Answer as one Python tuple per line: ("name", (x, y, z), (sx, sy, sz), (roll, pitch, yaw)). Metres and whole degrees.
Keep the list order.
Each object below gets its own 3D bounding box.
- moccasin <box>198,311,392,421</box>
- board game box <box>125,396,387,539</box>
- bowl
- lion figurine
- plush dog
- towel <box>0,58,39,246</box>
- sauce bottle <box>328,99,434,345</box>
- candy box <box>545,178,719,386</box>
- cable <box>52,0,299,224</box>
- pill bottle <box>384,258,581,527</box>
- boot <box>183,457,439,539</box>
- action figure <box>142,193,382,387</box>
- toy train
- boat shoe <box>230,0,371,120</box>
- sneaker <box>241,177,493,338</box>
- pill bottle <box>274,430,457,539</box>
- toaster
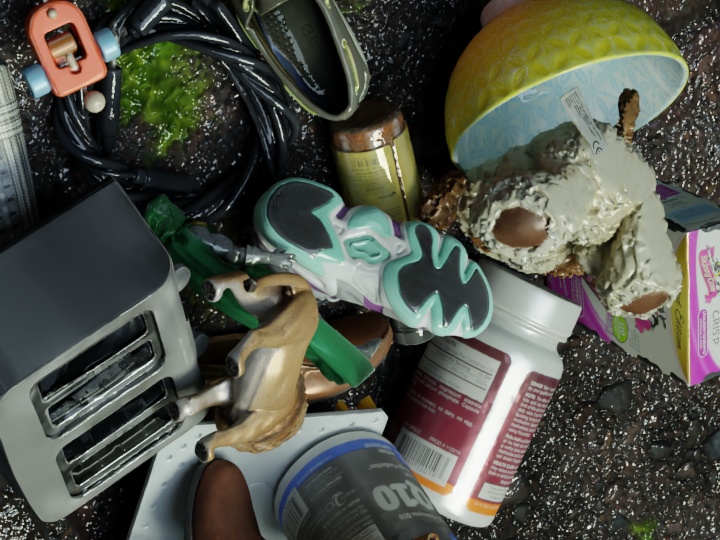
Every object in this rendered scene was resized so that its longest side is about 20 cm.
("moccasin", (-0.066, 0.063, 1.558), (0.199, 0.074, 0.078), (-10, 120, -20))
("board game box", (-0.095, 0.187, 1.570), (0.198, 0.026, 0.201), (-2, 128, -32))
("bowl", (0.149, -0.167, 1.572), (0.199, 0.200, 0.109), (-8, 68, -30))
("lion figurine", (-0.067, 0.063, 1.395), (0.122, 0.073, 0.201), (-19, 149, -41))
("plush dog", (0.144, -0.055, 1.552), (0.199, 0.171, 0.162), (25, 65, -34))
("towel", (-0.319, -0.035, 1.379), (0.199, 0.034, 0.194), (-18, 116, -26))
("sauce bottle", (0.023, -0.035, 1.580), (0.066, 0.066, 0.202), (-24, 119, -23))
("candy box", (0.230, -0.005, 1.639), (0.061, 0.200, 0.138), (-17, 115, -27))
("cable", (-0.133, -0.107, 1.462), (0.163, 0.051, 0.201), (-43, 125, -12))
("pill bottle", (0.099, 0.100, 1.646), (0.114, 0.114, 0.201), (23, 95, -36))
("boot", (-0.032, 0.216, 1.436), (0.068, 0.199, 0.190), (12, 66, -51))
("action figure", (-0.078, 0.011, 1.466), (0.199, 0.118, 0.055), (37, 70, -10))
("toy train", (-0.168, -0.212, 1.387), (0.199, 0.056, 0.151), (-32, 109, -11))
("boat shoe", (-0.058, -0.199, 1.442), (0.072, 0.060, 0.202), (-29, 109, 13))
("sneaker", (0.000, 0.000, 1.535), (0.199, 0.140, 0.078), (30, 71, -8))
("pill bottle", (0.022, 0.229, 1.515), (0.113, 0.200, 0.114), (-18, 136, -19))
("toaster", (-0.211, 0.060, 1.399), (0.199, 0.119, 0.182), (-34, 146, -18))
